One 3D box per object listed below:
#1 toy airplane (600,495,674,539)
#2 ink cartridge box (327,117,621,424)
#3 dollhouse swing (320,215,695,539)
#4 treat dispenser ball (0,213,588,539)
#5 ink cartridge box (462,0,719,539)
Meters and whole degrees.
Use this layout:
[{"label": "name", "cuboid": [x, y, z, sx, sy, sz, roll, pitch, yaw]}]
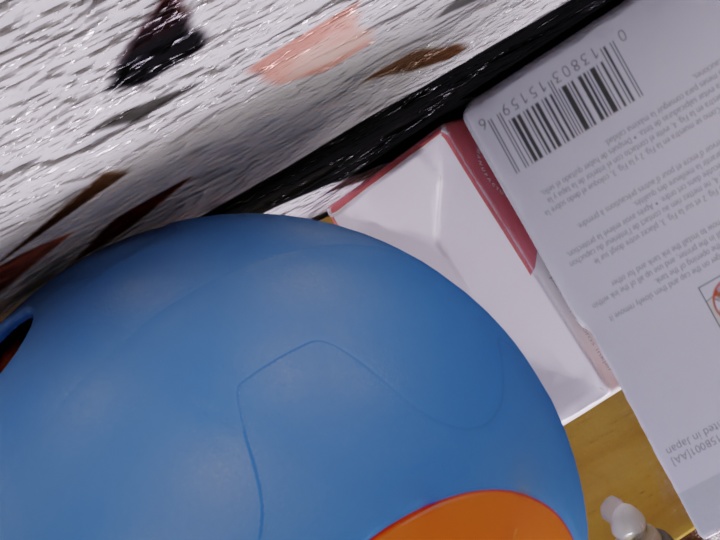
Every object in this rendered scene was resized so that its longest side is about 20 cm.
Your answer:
[{"label": "toy airplane", "cuboid": [0.178, 0.084, 0.941, 0.200, 0.141, 0.200, 5, 111, -58]}, {"label": "ink cartridge box", "cuboid": [0.086, -0.011, 0.926, 0.067, 0.117, 0.200, -35, 174, 32]}, {"label": "dollhouse swing", "cuboid": [0.019, 0.081, 0.990, 0.182, 0.200, 0.176, -32, 175, 32]}, {"label": "treat dispenser ball", "cuboid": [-0.033, 0.084, 0.692, 0.200, 0.201, 0.201, -29, 175, -3]}, {"label": "ink cartridge box", "cuboid": [0.157, -0.031, 0.780, 0.200, 0.174, 0.044, -32, 175, 29]}]
